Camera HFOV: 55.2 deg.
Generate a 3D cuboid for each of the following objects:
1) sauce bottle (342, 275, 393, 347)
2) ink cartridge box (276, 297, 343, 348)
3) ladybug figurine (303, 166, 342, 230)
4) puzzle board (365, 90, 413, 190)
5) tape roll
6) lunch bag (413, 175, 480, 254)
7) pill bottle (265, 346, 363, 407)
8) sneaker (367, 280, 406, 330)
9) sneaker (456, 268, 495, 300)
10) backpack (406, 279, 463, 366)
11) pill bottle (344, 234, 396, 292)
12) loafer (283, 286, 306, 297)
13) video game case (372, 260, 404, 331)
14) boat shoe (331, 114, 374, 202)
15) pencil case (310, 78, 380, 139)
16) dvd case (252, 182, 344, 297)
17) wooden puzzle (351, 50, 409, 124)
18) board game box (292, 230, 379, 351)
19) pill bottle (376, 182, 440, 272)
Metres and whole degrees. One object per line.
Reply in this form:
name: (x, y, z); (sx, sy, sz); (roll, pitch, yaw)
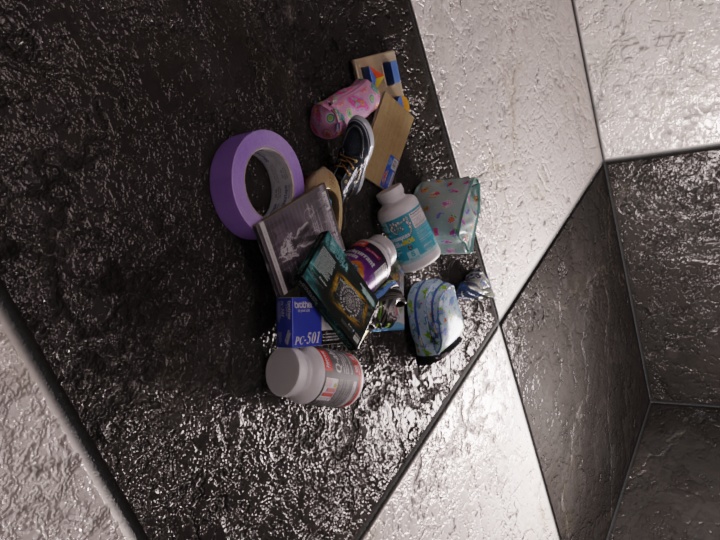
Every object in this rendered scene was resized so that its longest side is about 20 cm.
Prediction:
sauce bottle: (0.015, 0.089, 1.587); (0.201, 0.064, 0.065); (-55, 129, -35)
ink cartridge box: (-0.088, 0.100, 1.369); (0.198, 0.043, 0.097); (2, 87, -56)
ladybug figurine: (-0.094, -0.118, 1.451); (0.135, 0.070, 0.205); (25, 69, -56)
puzzle board: (0.059, -0.310, 1.679); (0.150, 0.017, 0.204); (23, 85, -55)
tape roll: (-0.195, -0.164, 1.329); (0.198, 0.064, 0.206); (5, 83, -54)
lunch bag: (0.221, -0.151, 1.800); (0.122, 0.167, 0.204); (44, 52, -48)
pill bottle: (-0.092, 0.214, 1.400); (0.198, 0.114, 0.119); (19, 73, -51)
sneaker: (0.037, 0.099, 1.512); (0.083, 0.071, 0.199); (49, 51, 0)
sneaker: (0.331, 0.039, 2.028); (0.199, 0.076, 0.088); (11, 69, -60)
backpack: (0.192, 0.121, 1.785); (0.162, 0.152, 0.204); (-28, 97, -43)
pill bottle: (0.000, 0.000, 1.541); (0.200, 0.109, 0.114); (-42, 120, -46)
loafer: (-0.129, 0.048, 1.408); (0.069, 0.068, 0.206); (-3, 93, -66)
video game case: (0.063, 0.045, 1.699); (0.142, 0.017, 0.206); (3, 85, -54)
boat shoe: (-0.026, -0.232, 1.499); (0.091, 0.070, 0.203); (-46, 155, -41)
pencil case: (-0.033, -0.364, 1.543); (0.200, 0.086, 0.089); (-43, 121, -46)
dvd case: (-0.116, -0.062, 1.351); (0.199, 0.016, 0.152); (-38, 120, -40)
wooden puzzle: (0.062, -0.441, 1.707); (0.199, 0.045, 0.190); (-33, 114, -49)
board game box: (-0.043, 0.040, 1.370); (0.201, 0.028, 0.136); (54, 42, -26)
pill bottle: (0.110, -0.107, 1.684); (0.111, 0.109, 0.203); (-39, 107, -46)
